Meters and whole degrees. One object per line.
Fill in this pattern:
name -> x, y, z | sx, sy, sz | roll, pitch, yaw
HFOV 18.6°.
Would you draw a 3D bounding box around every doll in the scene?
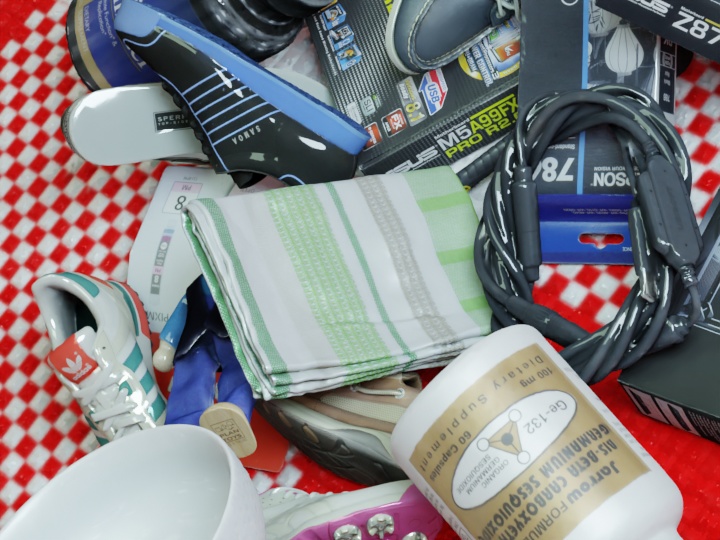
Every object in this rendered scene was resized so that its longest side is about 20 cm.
doll -> -0.083, 0.040, 1.420 | 0.136, 0.049, 0.201 | -26, 34, 23

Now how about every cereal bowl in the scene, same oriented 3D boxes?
cereal bowl -> -0.135, 0.190, 1.285 | 0.199, 0.084, 0.201 | -25, 30, 16

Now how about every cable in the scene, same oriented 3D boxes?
cable -> 0.136, -0.022, 1.353 | 0.163, 0.051, 0.201 | -39, 51, 36

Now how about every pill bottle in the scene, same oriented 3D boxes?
pill bottle -> 0.119, 0.139, 1.258 | 0.114, 0.114, 0.200 | -42, 71, 0
pill bottle -> -0.110, -0.192, 1.576 | 0.199, 0.111, 0.113 | -23, 51, 39

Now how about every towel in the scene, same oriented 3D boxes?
towel -> 0.000, 0.000, 1.395 | 0.198, 0.031, 0.150 | -10, 60, -27

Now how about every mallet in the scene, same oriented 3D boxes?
mallet -> 0.128, -0.110, 1.458 | 0.199, 0.066, 0.041 | -33, 60, 9

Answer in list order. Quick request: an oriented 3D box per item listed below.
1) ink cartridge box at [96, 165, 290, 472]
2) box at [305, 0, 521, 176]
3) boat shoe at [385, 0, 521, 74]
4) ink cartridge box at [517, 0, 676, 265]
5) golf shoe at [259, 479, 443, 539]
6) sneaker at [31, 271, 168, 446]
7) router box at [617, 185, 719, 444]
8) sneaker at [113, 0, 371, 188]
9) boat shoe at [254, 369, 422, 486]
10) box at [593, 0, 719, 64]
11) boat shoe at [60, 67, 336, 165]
ink cartridge box -> -0.095, 0.027, 1.513 | 0.161, 0.057, 0.201 | 6, 61, 31
box -> 0.049, -0.169, 1.551 | 0.159, 0.044, 0.201 | -28, 52, 12
boat shoe -> 0.099, -0.205, 1.473 | 0.200, 0.075, 0.062 | -44, 39, -13
ink cartridge box -> 0.151, -0.104, 1.407 | 0.099, 0.039, 0.202 | 0, 89, 29
golf shoe -> -0.037, 0.163, 1.373 | 0.199, 0.075, 0.092 | -27, 42, 24
sneaker -> -0.169, 0.085, 1.471 | 0.070, 0.093, 0.201 | -34, 62, 19
router box -> 0.269, 0.016, 1.313 | 0.156, 0.052, 0.201 | 21, 73, 36
sneaker -> -0.092, -0.108, 1.482 | 0.199, 0.070, 0.078 | 32, 97, 12
boat shoe -> 0.013, 0.095, 1.401 | 0.199, 0.076, 0.072 | 22, 68, 29
box -> 0.259, -0.181, 1.349 | 0.199, 0.049, 0.162 | 26, 48, 3
boat shoe -> -0.113, -0.109, 1.555 | 0.064, 0.198, 0.071 | -155, 65, -73
